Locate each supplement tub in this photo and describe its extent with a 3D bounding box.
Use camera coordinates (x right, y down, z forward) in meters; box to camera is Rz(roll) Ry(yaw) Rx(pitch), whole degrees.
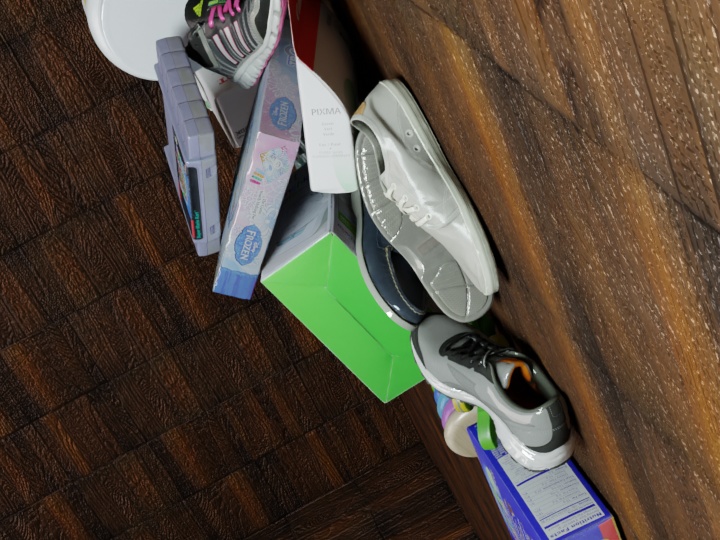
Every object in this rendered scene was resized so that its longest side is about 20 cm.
[{"bbox_3d":[-0.216,-0.280,1.285,0.146,0.145,0.200,64,176,-26],"label":"supplement tub"}]

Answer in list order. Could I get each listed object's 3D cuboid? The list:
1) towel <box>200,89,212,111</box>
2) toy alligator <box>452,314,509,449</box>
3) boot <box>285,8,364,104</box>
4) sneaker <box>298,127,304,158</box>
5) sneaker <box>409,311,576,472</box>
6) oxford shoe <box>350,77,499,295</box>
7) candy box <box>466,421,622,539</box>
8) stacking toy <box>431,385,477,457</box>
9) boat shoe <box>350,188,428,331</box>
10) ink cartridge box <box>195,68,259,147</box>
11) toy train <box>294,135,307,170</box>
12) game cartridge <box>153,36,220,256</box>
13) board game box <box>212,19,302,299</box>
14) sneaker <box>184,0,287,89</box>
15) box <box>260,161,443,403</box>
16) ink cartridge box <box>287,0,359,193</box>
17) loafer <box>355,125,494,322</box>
[{"bbox_3d":[-0.169,-0.320,1.542,0.031,0.149,0.201,17,136,64],"label":"towel"},{"bbox_3d":[0.117,0.072,1.197,0.054,0.059,0.201,-11,-90,-60],"label":"toy alligator"},{"bbox_3d":[-0.053,-0.238,1.276,0.090,0.073,0.200,30,152,57],"label":"boot"},{"bbox_3d":[-0.032,-0.127,1.652,0.200,0.070,0.090,59,173,27],"label":"sneaker"},{"bbox_3d":[0.118,0.089,1.095,0.200,0.074,0.080,40,149,40],"label":"sneaker"},{"bbox_3d":[0.053,-0.064,1.025,0.201,0.058,0.075,60,172,2],"label":"oxford shoe"},{"bbox_3d":[0.194,0.251,1.205,0.170,0.077,0.200,66,176,-32],"label":"candy box"},{"bbox_3d":[0.115,0.125,1.461,0.200,0.085,0.086,-112,-2,-51],"label":"stacking toy"},{"bbox_3d":[0.039,-0.029,1.176,0.075,0.062,0.200,41,-154,-33],"label":"boat shoe"},{"bbox_3d":[-0.126,-0.255,1.426,0.200,0.146,0.083,58,173,41],"label":"ink cartridge box"},{"bbox_3d":[-0.023,-0.129,1.498,0.114,0.085,0.200,48,171,10],"label":"toy train"},{"bbox_3d":[-0.170,-0.117,1.216,0.200,0.038,0.130,96,160,-57],"label":"game cartridge"},{"bbox_3d":[-0.095,-0.111,1.206,0.200,0.043,0.199,-87,13,-48],"label":"board game box"},{"bbox_3d":[-0.118,-0.235,1.132,0.200,0.087,0.074,134,150,-66],"label":"sneaker"},{"bbox_3d":[0.000,0.000,1.268,0.200,0.097,0.177,46,-158,-27],"label":"box"},{"bbox_3d":[-0.030,-0.194,1.101,0.161,0.050,0.201,-88,-4,-56],"label":"ink cartridge box"},{"bbox_3d":[0.053,-0.046,1.103,0.201,0.072,0.063,60,-176,-11],"label":"loafer"}]
